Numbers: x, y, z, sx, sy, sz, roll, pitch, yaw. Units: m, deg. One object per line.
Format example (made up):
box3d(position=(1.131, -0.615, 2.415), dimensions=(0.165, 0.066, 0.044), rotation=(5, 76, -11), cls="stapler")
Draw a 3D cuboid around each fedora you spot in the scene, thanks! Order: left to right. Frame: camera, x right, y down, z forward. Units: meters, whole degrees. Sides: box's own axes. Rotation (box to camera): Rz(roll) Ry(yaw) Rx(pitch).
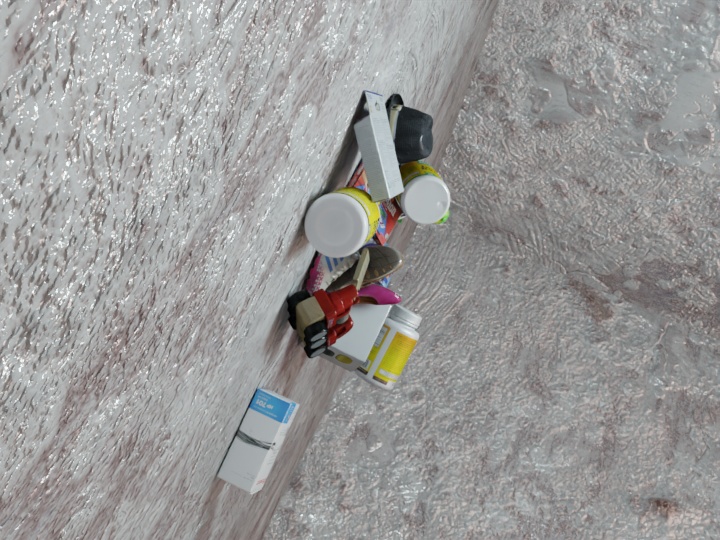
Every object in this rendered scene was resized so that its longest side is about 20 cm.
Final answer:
box3d(position=(0.113, -0.296, 1.717), dimensions=(0.201, 0.091, 0.201), rotation=(4, 90, -76), cls="fedora")

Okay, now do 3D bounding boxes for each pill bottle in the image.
box3d(position=(-0.025, -0.094, 1.424), dimensions=(0.200, 0.112, 0.113), rotation=(-45, 158, -74), cls="pill bottle")
box3d(position=(0.074, 0.189, 1.939), dimensions=(0.200, 0.109, 0.109), rotation=(-62, 174, 2), cls="pill bottle")
box3d(position=(0.132, -0.189, 1.788), dimensions=(0.200, 0.113, 0.113), rotation=(-107, -144, -67), cls="pill bottle")

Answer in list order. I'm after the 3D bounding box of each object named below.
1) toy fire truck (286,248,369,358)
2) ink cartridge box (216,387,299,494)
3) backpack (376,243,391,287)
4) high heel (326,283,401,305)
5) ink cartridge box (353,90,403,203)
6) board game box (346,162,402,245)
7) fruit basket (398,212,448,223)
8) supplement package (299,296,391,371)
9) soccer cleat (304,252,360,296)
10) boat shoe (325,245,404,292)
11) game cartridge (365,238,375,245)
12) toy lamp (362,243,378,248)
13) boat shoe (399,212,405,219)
box3d(position=(-0.046, 0.063, 1.584), dimensions=(0.200, 0.129, 0.176), rotation=(-26, 161, -13), cls="toy fire truck")
box3d(position=(-0.213, 0.359, 1.659), dimensions=(0.146, 0.086, 0.200), rotation=(80, 36, -79), cls="ink cartridge box")
box3d(position=(0.021, -0.002, 2.123), dimensions=(0.200, 0.134, 0.183), rotation=(-64, 175, -48), cls="backpack")
box3d(position=(-0.012, 0.077, 1.739), dimensions=(0.067, 0.200, 0.096), rotation=(84, 15, -64), cls="high heel")
box3d(position=(0.032, -0.236, 1.486), dimensions=(0.196, 0.043, 0.200), rotation=(-40, 116, -76), cls="ink cartridge box")
box3d(position=(0.033, -0.153, 1.713), dimensions=(0.103, 0.019, 0.200), rotation=(-61, 145, -24), cls="board game box")
box3d(position=(0.142, -0.208, 1.995), dimensions=(0.216, 0.215, 0.156), rotation=(102, 5, -62), cls="fruit basket")
box3d(position=(-0.041, 0.134, 1.861), dimensions=(0.151, 0.152, 0.200), rotation=(-64, -177, -17), cls="supplement package")
box3d(position=(-0.052, -0.015, 1.624), dimensions=(0.070, 0.086, 0.200), rotation=(-50, 163, -70), cls="soccer cleat")
box3d(position=(0.011, -0.003, 1.663), dimensions=(0.072, 0.200, 0.076), rotation=(13, 66, -55), cls="boat shoe")
box3d(position=(-0.023, -0.037, 1.803), dimensions=(0.133, 0.041, 0.200), rotation=(-45, 174, 4), cls="game cartridge")
box3d(position=(0.000, 0.000, 1.789), dimensions=(0.058, 0.058, 0.200), rotation=(-63, -177, -25), cls="toy lamp")
box3d(position=(0.059, -0.144, 1.862), dimensions=(0.200, 0.074, 0.060), rotation=(-15, 167, -41), cls="boat shoe")
